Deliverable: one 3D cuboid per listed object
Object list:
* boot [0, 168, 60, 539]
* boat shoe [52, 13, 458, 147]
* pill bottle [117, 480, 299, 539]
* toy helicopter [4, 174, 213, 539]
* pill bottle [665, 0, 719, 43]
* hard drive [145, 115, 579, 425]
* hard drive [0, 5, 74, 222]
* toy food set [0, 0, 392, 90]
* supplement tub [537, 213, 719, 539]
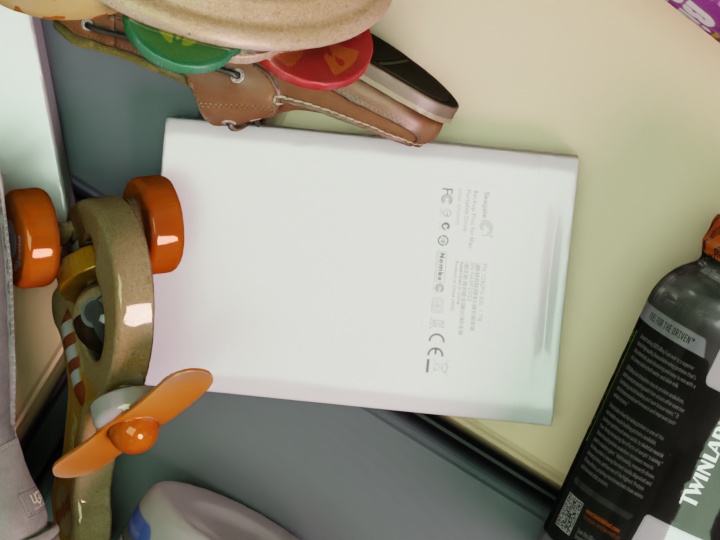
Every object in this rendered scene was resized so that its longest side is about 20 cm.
[{"bbox_3d":[-0.231,0.055,1.265,0.182,0.073,0.200,-14,98,6],"label":"boot"},{"bbox_3d":[-0.052,-0.101,1.308,0.200,0.072,0.068,28,102,9],"label":"boat shoe"},{"bbox_3d":[-0.100,0.213,1.320,0.114,0.114,0.200,31,98,0],"label":"pill bottle"},{"bbox_3d":[-0.120,0.060,1.294,0.079,0.132,0.200,-7,127,-23],"label":"toy helicopter"},{"bbox_3d":[0.196,-0.150,1.260,0.200,0.112,0.112,38,97,-1],"label":"pill bottle"},{"bbox_3d":[0.000,0.000,1.333,0.200,0.026,0.132,6,97,3],"label":"hard drive"},{"bbox_3d":[-0.248,-0.067,1.333,0.200,0.026,0.132,-10,96,4],"label":"hard drive"},{"bbox_3d":[-0.075,-0.153,1.246,0.198,0.200,0.049,26,125,3],"label":"toy food set"},{"bbox_3d":[0.169,0.083,1.283,0.123,0.123,0.200,24,98,1],"label":"supplement tub"}]
